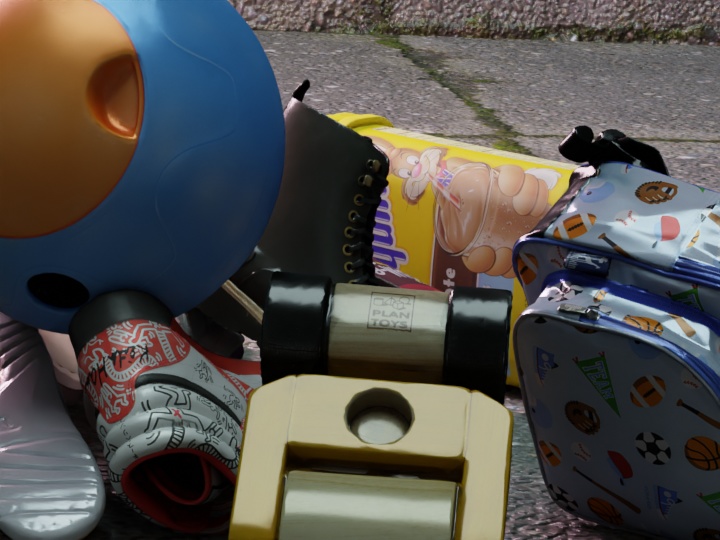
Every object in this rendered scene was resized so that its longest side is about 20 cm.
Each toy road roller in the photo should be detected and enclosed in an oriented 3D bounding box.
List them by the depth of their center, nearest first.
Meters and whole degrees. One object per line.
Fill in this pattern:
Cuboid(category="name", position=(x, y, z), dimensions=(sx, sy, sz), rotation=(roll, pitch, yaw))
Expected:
Cuboid(category="toy road roller", position=(0.010, 0.104, 1.387), dimensions=(0.122, 0.147, 0.201), rotation=(4, 49, 4))

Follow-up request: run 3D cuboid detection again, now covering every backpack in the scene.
Cuboid(category="backpack", position=(0.177, 0.046, 1.485), dimensions=(0.189, 0.201, 0.154), rotation=(7, 45, 28))

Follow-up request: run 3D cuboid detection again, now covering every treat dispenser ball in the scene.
Cuboid(category="treat dispenser ball", position=(-0.138, -0.067, 1.517), dimensions=(0.199, 0.202, 0.201), rotation=(3, 11, -1))

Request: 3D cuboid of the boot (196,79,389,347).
Cuboid(category="boot", position=(0.000, 0.000, 1.621), dimensions=(0.200, 0.139, 0.077), rotation=(35, 3, 12))

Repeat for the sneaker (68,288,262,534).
Cuboid(category="sneaker", position=(-0.071, 0.094, 1.496), dimensions=(0.067, 0.108, 0.201), rotation=(-31, -36, 19))

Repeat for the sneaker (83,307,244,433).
Cuboid(category="sneaker", position=(-0.130, 0.044, 1.619), dimensions=(0.100, 0.075, 0.200), rotation=(41, 8, 4))

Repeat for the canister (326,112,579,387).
Cuboid(category="canister", position=(0.057, -0.010, 1.823), dimensions=(0.199, 0.150, 0.086), rotation=(13, 15, 35))

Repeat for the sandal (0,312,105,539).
Cuboid(category="sandal", position=(-0.181, 0.093, 1.493), dimensions=(0.079, 0.060, 0.207), rotation=(-17, 37, -13))

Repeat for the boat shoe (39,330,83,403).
Cuboid(category="boat shoe", position=(-0.192, 0.046, 1.701), dimensions=(0.072, 0.060, 0.200), rotation=(42, 5, -17))

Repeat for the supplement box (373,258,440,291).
Cuboid(category="supplement box", position=(-0.030, 0.010, 1.720), dimensions=(0.199, 0.061, 0.109), rotation=(27, 5, 12))
